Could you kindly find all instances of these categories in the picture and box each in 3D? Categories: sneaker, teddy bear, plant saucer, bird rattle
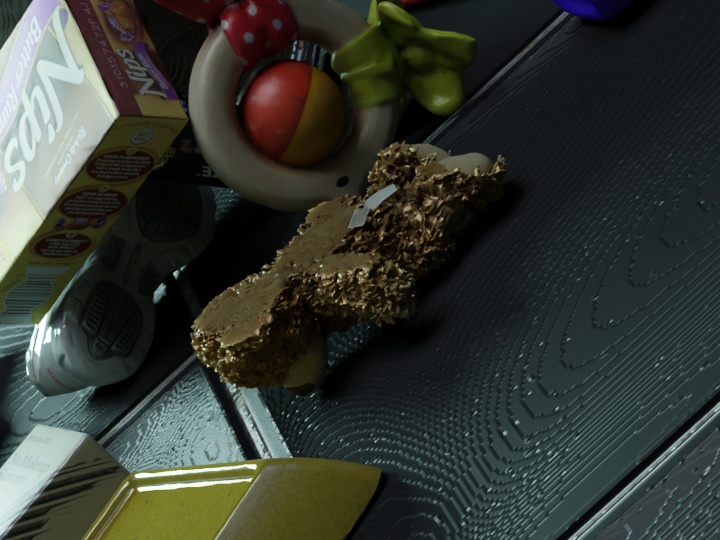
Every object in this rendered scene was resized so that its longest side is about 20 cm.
[{"bbox_3d":[-0.164,0.000,1.855,0.099,0.078,0.200,-27,26,45],"label":"sneaker"},{"bbox_3d":[-0.145,-0.171,1.839,0.106,0.200,0.075,-115,37,-61],"label":"sneaker"},{"bbox_3d":[0.000,0.000,1.592,0.145,0.067,0.200,-1,40,48],"label":"teddy bear"},{"bbox_3d":[-0.106,0.167,1.473,0.200,0.048,0.200,-12,38,55],"label":"plant saucer"},{"bbox_3d":[-0.037,-0.118,1.707,0.113,0.200,0.163,-1,71,61],"label":"bird rattle"}]

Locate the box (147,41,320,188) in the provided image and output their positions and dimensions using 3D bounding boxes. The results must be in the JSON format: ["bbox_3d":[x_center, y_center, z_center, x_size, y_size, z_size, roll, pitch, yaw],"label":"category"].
[{"bbox_3d":[-0.109,-0.124,1.891,0.200,0.159,0.046,-84,0,-59],"label":"box"}]

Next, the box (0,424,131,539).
[{"bbox_3d":[-0.204,0.182,1.592,0.200,0.068,0.082,-52,23,-18],"label":"box"}]

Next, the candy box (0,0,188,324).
[{"bbox_3d":[-0.190,-0.072,1.757,0.200,0.056,0.117,-51,53,38],"label":"candy box"}]

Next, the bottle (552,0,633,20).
[{"bbox_3d":[0.181,-0.234,1.681,0.200,0.065,0.084,-47,22,-10],"label":"bottle"}]

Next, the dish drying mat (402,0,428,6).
[{"bbox_3d":[0.087,-0.208,1.868,0.077,0.018,0.200,-54,24,-22],"label":"dish drying mat"}]
